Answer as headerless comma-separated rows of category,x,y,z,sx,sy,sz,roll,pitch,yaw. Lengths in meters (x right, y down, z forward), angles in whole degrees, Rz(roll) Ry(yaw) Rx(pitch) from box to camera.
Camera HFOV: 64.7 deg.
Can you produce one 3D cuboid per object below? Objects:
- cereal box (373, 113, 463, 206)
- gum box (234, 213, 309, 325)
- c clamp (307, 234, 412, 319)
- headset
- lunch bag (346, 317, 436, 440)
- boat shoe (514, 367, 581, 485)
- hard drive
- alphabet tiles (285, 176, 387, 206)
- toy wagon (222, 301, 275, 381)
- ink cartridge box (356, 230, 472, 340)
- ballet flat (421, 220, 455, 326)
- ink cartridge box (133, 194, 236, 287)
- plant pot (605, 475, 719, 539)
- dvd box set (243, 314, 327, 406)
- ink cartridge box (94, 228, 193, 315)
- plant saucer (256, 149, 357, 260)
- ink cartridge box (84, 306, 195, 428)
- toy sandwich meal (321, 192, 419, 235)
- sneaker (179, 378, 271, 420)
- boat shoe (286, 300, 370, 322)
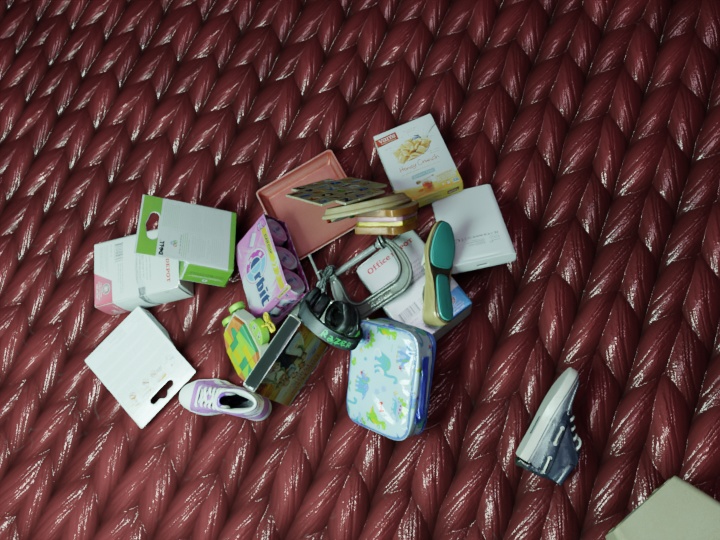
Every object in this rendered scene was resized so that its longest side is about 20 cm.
cereal box,0.123,-0.235,1.236,0.141,0.040,0.203,-21,61,2
gum box,-0.184,0.001,1.161,0.113,0.065,0.203,-43,51,26
c clamp,0.000,0.000,1.110,0.197,0.027,0.174,-27,72,18
headset,-0.053,0.065,1.036,0.122,0.201,0.095,27,104,-24
lunch bag,0.057,0.197,1.044,0.158,0.082,0.205,9,96,40
boat shoe,0.364,0.284,1.025,0.092,0.075,0.202,31,87,11
hard drive,0.224,-0.088,1.151,0.129,0.027,0.203,-12,49,6
alphabet tiles,-0.049,-0.161,1.151,0.164,0.006,0.198,-22,27,-32
toy wagon,-0.214,0.140,1.104,0.039,0.200,0.157,-22,74,-33
ink cartridge box,0.106,0.042,1.135,0.143,0.084,0.201,-36,70,-4
ballet flat,0.137,0.005,1.065,0.068,0.063,0.205,18,66,-32
ink cartridge box,-0.366,-0.062,1.191,0.196,0.076,0.151,11,57,-24
plant pot,0.502,0.444,0.886,0.199,0.201,0.178,-37,59,-4
dvd box set,-0.134,0.176,1.069,0.029,0.200,0.148,30,78,20
ink cartridge box,-0.474,0.001,1.249,0.195,0.083,0.150,-12,70,6
plant saucer,-0.105,-0.138,1.258,0.197,0.037,0.202,-29,69,-2
ink cartridge box,-0.460,0.203,1.207,0.200,0.050,0.162,43,82,11
toy sandwich meal,0.022,-0.104,1.118,0.200,0.205,0.072,-11,98,6
sneaker,-0.282,0.248,1.119,0.195,0.114,0.074,3,73,12
boat shoe,-0.061,0.102,1.157,0.195,0.062,0.077,12,76,16
